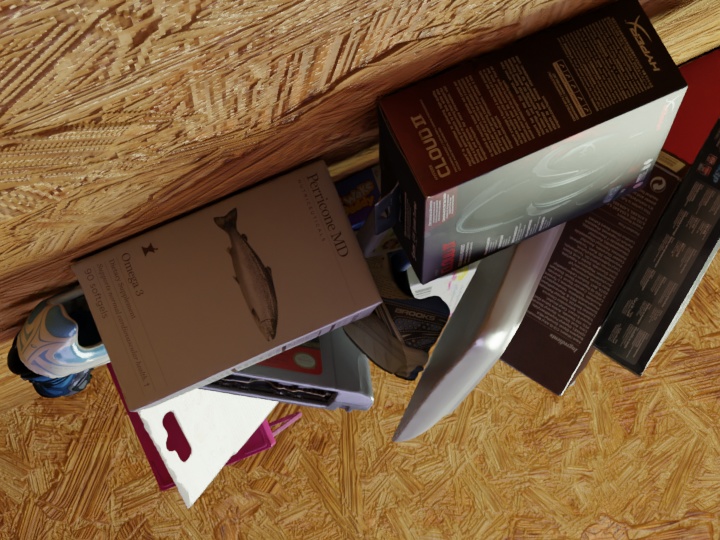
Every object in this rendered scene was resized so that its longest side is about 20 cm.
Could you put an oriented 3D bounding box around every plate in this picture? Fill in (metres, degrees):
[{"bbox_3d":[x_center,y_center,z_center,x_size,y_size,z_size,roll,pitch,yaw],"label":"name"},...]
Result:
[{"bbox_3d":[0.101,0.025,0.967,0.201,0.032,0.200,-60,-179,-33],"label":"plate"}]

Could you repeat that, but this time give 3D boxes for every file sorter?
[{"bbox_3d":[-0.168,0.099,1.325,0.138,0.202,0.125,-23,-179,20],"label":"file sorter"}]

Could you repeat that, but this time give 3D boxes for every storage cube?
[{"bbox_3d":[0.415,-0.158,1.548,0.198,0.182,0.171,-24,178,18],"label":"storage cube"}]

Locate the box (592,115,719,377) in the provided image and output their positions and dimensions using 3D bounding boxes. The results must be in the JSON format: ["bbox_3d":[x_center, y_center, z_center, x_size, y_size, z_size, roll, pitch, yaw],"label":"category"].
[{"bbox_3d":[0.259,-0.031,0.975,0.202,0.046,0.159,-65,165,20],"label":"box"}]

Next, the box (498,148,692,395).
[{"bbox_3d":[0.190,-0.008,1.024,0.202,0.074,0.100,-66,165,17],"label":"box"}]

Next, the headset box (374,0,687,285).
[{"bbox_3d":[0.096,-0.077,0.820,0.198,0.078,0.149,-24,160,-8],"label":"headset box"}]

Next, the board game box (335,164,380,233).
[{"bbox_3d":[0.000,-0.026,1.210,0.133,0.045,0.200,-23,159,9],"label":"board game box"}]

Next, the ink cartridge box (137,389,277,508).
[{"bbox_3d":[-0.136,0.092,1.163,0.050,0.162,0.200,18,-127,35],"label":"ink cartridge box"}]

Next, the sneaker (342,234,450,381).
[{"bbox_3d":[0.000,0.000,1.058,0.085,0.200,0.077,-51,156,8],"label":"sneaker"}]

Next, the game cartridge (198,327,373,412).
[{"bbox_3d":[-0.085,0.047,1.080,0.197,0.134,0.041,11,134,-24],"label":"game cartridge"}]

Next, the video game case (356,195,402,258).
[{"bbox_3d":[0.105,-0.085,0.952,0.180,0.022,0.200,-14,157,-29],"label":"video game case"}]

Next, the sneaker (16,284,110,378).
[{"bbox_3d":[-0.205,0.036,1.065,0.072,0.072,0.200,-35,177,30],"label":"sneaker"}]

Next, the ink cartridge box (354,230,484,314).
[{"bbox_3d":[0.090,-0.009,1.169,0.197,0.069,0.115,-15,160,-10],"label":"ink cartridge box"}]

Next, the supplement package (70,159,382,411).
[{"bbox_3d":[-0.098,0.014,0.946,0.198,0.118,0.117,-24,176,-6],"label":"supplement package"}]

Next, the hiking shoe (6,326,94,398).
[{"bbox_3d":[-0.293,0.073,1.175,0.086,0.075,0.200,-13,164,-30],"label":"hiking shoe"}]
